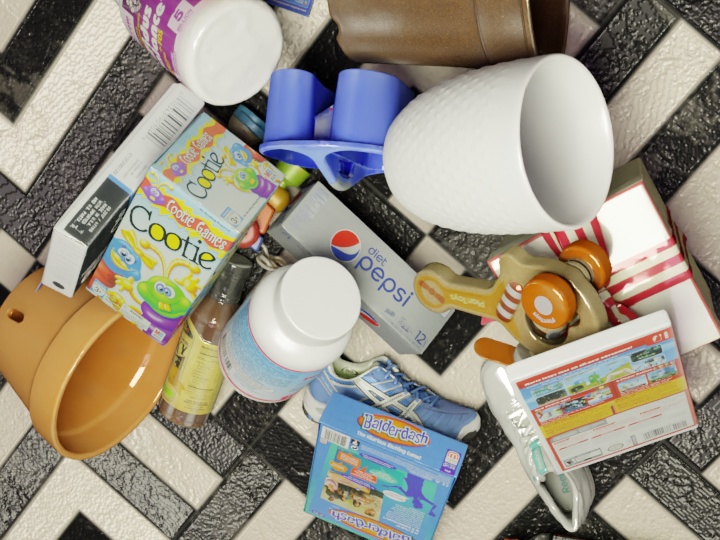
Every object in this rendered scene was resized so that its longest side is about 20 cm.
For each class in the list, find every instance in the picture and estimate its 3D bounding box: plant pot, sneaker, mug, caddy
[{"bbox_3d":[0.082,-0.274,1.082,0.196,0.200,0.203,0,104,21],"label":"plant pot"},{"bbox_3d":[-0.310,0.086,1.267,0.139,0.200,0.202,30,109,22],"label":"plant pot"},{"bbox_3d":[0.033,0.141,1.247,0.198,0.076,0.078,11,110,9],"label":"sneaker"},{"bbox_3d":[0.189,0.180,1.213,0.075,0.088,0.201,-29,95,20],"label":"sneaker"},{"bbox_3d":[0.128,-0.112,1.040,0.174,0.199,0.149,-3,106,44],"label":"mug"},{"bbox_3d":[-0.019,-0.132,1.135,0.140,0.200,0.106,2,89,16],"label":"caddy"}]

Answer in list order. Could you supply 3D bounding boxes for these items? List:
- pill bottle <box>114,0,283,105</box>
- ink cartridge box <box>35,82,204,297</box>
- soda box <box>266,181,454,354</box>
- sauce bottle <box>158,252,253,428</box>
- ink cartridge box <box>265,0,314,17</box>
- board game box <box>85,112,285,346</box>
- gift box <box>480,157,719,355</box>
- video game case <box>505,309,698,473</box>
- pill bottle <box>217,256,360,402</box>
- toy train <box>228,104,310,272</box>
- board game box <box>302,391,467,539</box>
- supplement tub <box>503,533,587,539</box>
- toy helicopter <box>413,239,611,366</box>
[{"bbox_3d":[-0.171,-0.255,1.143,0.200,0.112,0.113,43,114,39],"label":"pill bottle"},{"bbox_3d":[-0.245,-0.070,1.162,0.043,0.199,0.200,36,153,-7],"label":"ink cartridge box"},{"bbox_3d":[0.000,0.000,1.196,0.200,0.068,0.064,43,75,-11],"label":"soda box"},{"bbox_3d":[-0.169,0.076,1.289,0.064,0.065,0.202,23,106,7],"label":"sauce bottle"},{"bbox_3d":[-0.080,-0.371,1.169,0.118,0.042,0.202,20,109,8],"label":"ink cartridge box"},{"bbox_3d":[-0.175,-0.037,1.140,0.103,0.105,0.200,36,134,-3],"label":"board game box"},{"bbox_3d":[0.228,0.022,1.113,0.199,0.187,0.185,-33,94,18],"label":"gift box"},{"bbox_3d":[0.220,0.114,1.025,0.142,0.018,0.200,-21,143,10],"label":"video game case"},{"bbox_3d":[-0.071,0.060,1.171,0.109,0.109,0.200,45,151,0],"label":"pill bottle"},{"bbox_3d":[-0.095,-0.073,1.233,0.200,0.085,0.116,41,92,-6],"label":"toy train"},{"bbox_3d":[0.022,0.225,1.235,0.151,0.045,0.201,21,141,7],"label":"board game box"},{"bbox_3d":[0.244,0.350,1.224,0.198,0.123,0.124,7,105,12],"label":"supplement tub"},{"bbox_3d":[0.133,0.037,1.038,0.199,0.079,0.133,13,127,39],"label":"toy helicopter"}]
